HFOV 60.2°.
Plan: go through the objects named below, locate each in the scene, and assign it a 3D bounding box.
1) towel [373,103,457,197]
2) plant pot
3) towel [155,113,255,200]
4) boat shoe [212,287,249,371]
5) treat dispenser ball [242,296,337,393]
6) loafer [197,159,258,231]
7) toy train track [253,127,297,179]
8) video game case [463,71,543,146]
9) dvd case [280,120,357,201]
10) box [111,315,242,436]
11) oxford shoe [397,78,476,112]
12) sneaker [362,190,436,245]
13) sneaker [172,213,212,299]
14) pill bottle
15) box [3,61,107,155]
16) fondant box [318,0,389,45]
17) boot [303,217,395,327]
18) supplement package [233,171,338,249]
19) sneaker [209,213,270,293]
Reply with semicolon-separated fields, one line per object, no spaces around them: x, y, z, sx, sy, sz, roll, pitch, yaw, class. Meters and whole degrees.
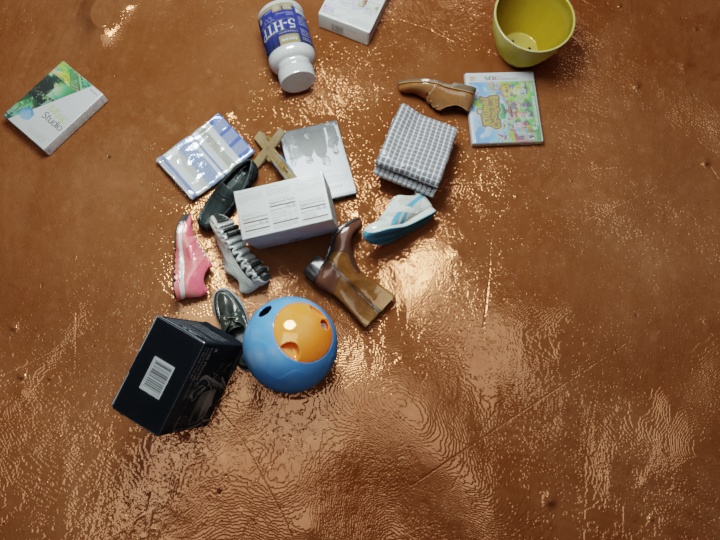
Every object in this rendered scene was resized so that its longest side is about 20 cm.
0.135;-0.292;1.483;0.165;0.086;0.201;19;61;2;towel
0.419;-0.597;1.569;0.199;0.142;0.201;1;74;-3;plant pot
-0.376;-0.278;1.505;0.200;0.024;0.147;-40;78;-11;towel
-0.278;0.126;1.383;0.068;0.057;0.201;-23;77;-8;boat shoe
-0.147;0.156;1.306;0.200;0.201;0.202;1;75;-2;treat dispenser ball
-0.315;-0.181;1.459;0.068;0.070;0.201;35;77;6;loafer
-0.193;-0.263;1.490;0.115;0.032;0.200;-47;61;17;toy train track
0.362;-0.412;1.578;0.181;0.022;0.201;-2;75;-3;video game case
-0.105;-0.259;1.514;0.149;0.025;0.201;-14;76;-6;dvd case
-0.360;0.210;1.258;0.123;0.197;0.201;26;89;14;box
0.185;-0.439;1.557;0.199;0.071;0.072;13;100;10;oxford shoe
0.080;-0.123;1.450;0.199;0.077;0.081;-25;74;-30;sneaker
-0.384;-0.030;1.426;0.086;0.074;0.201;2;78;-16;sneaker
-0.178;-0.554;1.543;0.119;0.120;0.201;-14;76;-6;pill bottle
-0.744;-0.399;1.518;0.144;0.036;0.200;39;76;8;box
-0.006;-0.708;1.625;0.144;0.058;0.201;22;76;4;fondant box
0.000;0.000;1.426;0.200;0.069;0.188;38;74;6;boot
-0.161;-0.131;1.391;0.199;0.156;0.112;-12;84;2;supplement package
-0.291;-0.037;1.413;0.081;0.075;0.201;-37;83;28;sneaker
